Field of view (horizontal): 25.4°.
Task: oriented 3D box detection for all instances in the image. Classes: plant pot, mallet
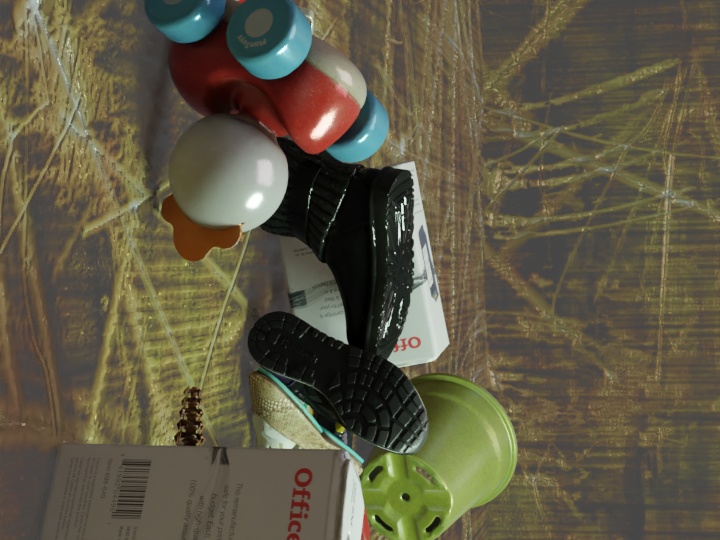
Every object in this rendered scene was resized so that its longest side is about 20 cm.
[{"bbox_3d":[0.087,0.264,2.114,0.184,0.199,0.202,-41,131,-60],"label":"plant pot"},{"bbox_3d":[-0.008,0.153,1.634,0.200,0.041,0.066,133,-35,-68],"label":"mallet"}]

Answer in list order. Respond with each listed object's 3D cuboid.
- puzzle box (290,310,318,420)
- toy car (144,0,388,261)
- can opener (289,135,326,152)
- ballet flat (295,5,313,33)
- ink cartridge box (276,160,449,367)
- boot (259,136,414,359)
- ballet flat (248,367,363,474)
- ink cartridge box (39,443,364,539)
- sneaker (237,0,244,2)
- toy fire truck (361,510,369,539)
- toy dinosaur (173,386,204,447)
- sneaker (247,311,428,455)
[{"bbox_3d":[-0.056,0.103,1.741,0.200,0.025,0.134,-69,157,-62],"label":"puzzle box"},{"bbox_3d":[-0.107,-0.106,1.276,0.201,0.176,0.184,-60,148,-8],"label":"toy car"},{"bbox_3d":[-0.061,-0.167,1.713,0.067,0.053,0.200,59,-5,29],"label":"can opener"},{"bbox_3d":[-0.080,-0.256,1.536,0.201,0.070,0.071,77,17,-47],"label":"ballet flat"},{"bbox_3d":[0.000,0.000,1.646,0.084,0.144,0.202,-26,105,-77],"label":"ink cartridge box"},{"bbox_3d":[-0.030,-0.019,1.558,0.079,0.157,0.213,-31,128,-60],"label":"boot"},{"bbox_3d":[-0.063,0.169,1.571,0.065,0.070,0.200,-50,134,-8],"label":"ballet flat"},{"bbox_3d":[-0.103,0.194,1.037,0.085,0.198,0.147,73,20,-56],"label":"ink cartridge box"},{"bbox_3d":[-0.110,-0.270,1.330,0.200,0.084,0.078,66,26,-63],"label":"sneaker"},{"bbox_3d":[-0.034,0.289,1.780,0.201,0.048,0.142,76,17,-47],"label":"toy fire truck"},{"bbox_3d":[-0.141,0.195,1.204,0.136,0.101,0.202,109,-36,-79],"label":"toy dinosaur"},{"bbox_3d":[-0.015,0.113,1.544,0.076,0.199,0.088,-51,161,-14],"label":"sneaker"}]
